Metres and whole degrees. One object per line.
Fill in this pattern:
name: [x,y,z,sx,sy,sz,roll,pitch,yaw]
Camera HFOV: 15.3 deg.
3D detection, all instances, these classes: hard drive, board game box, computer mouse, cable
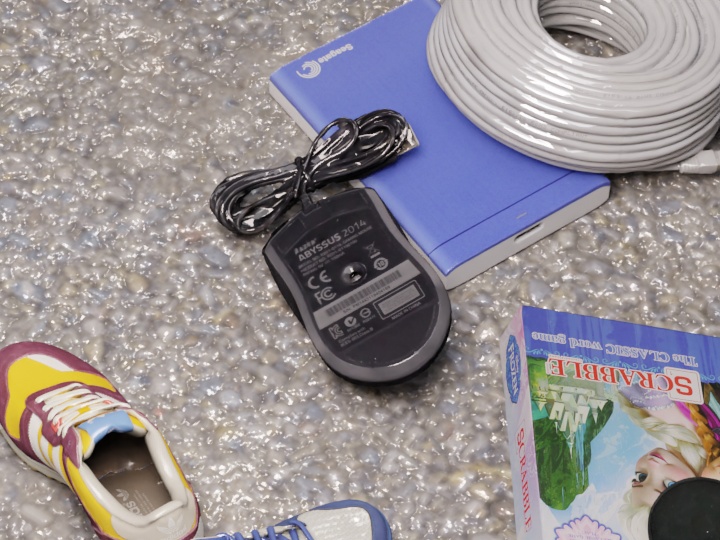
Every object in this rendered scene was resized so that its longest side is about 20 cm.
hard drive: [0.050,-0.088,1.755,0.132,0.025,0.200,-29,58,-21]
board game box: [0.185,0.124,1.552,0.200,0.041,0.200,9,51,-15]
computer mouse: [0.000,0.000,1.668,0.138,0.053,0.200,-25,53,-1]
cable: [0.147,-0.146,1.753,0.200,0.069,0.200,-8,49,-22]

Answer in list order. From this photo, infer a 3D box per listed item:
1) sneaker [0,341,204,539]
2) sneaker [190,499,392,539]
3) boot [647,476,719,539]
sneaker: [-0.154,0.096,1.570,0.075,0.090,0.200,-32,59,-23]
sneaker: [-0.063,0.181,1.510,0.200,0.088,0.075,-31,57,-24]
boot: [0.183,0.179,1.378,0.073,0.162,0.198,-40,60,19]
